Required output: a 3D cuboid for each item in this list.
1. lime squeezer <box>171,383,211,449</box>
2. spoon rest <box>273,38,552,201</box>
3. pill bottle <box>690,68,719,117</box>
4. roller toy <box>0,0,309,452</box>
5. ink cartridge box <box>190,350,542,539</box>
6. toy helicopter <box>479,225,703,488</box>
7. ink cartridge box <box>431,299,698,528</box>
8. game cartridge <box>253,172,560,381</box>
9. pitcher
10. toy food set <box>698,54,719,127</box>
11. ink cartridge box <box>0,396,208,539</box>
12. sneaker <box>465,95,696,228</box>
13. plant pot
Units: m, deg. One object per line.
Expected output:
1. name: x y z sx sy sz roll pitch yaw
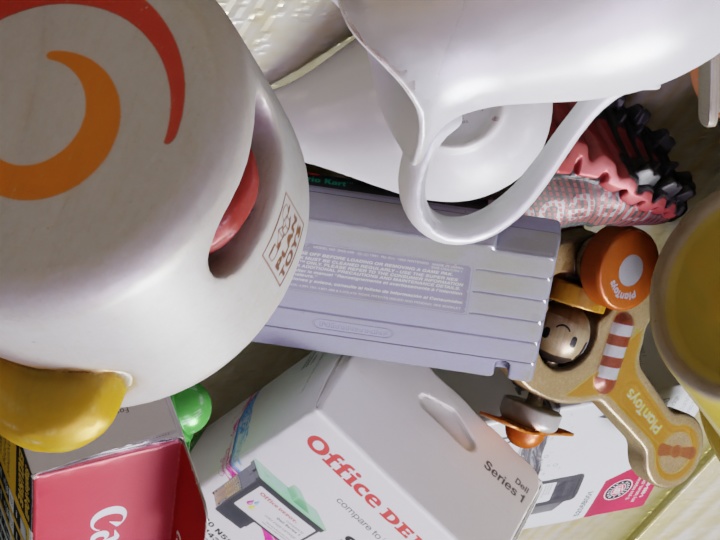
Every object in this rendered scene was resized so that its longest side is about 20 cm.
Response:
1. lime squeezer: -0.075 0.065 1.583 0.200 0.071 0.038 -62 174 -13
2. spoon rest: -0.004 -0.079 1.425 0.199 0.100 0.061 -5 179 -9
3. pill bottle: 0.263 -0.100 1.541 0.200 0.106 0.106 8 138 -43
4. roller toy: -0.119 -0.036 1.295 0.182 0.200 0.140 -30 151 0
5. ink cartridge box: -0.019 0.137 1.643 0.145 0.084 0.200 43 133 -11
6. toy helicopter: 0.133 0.064 1.639 0.132 0.079 0.200 -52 129 -15
7. ink cartridge box: 0.091 0.090 1.748 0.200 0.084 0.145 -10 147 -23
8. game cartridge: 0.000 0.000 1.513 0.199 0.038 0.130 9 143 1
9. pitcher: 0.093 -0.110 1.322 0.200 0.121 0.172 -25 129 -6
10. toy food set: 0.251 -0.152 1.418 0.200 0.060 0.144 -8 105 -23
11. ink cartridge box: -0.147 0.111 1.525 0.084 0.176 0.200 -14 148 -15
12. sneaker: 0.092 -0.053 1.534 0.200 0.071 0.098 13 134 -43
13. plant pot: 0.258 0.036 1.595 0.201 0.201 0.189 -34 146 18
